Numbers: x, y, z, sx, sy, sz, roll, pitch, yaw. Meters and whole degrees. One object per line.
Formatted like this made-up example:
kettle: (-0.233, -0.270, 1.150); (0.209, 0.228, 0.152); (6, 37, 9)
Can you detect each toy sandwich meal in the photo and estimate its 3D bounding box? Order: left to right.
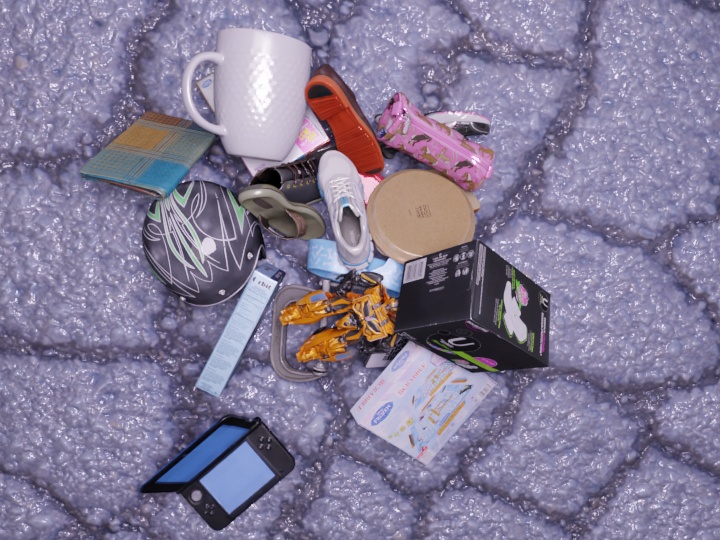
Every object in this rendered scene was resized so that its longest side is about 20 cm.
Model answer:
toy sandwich meal: (0.102, -0.087, 0.913); (0.203, 0.070, 0.207); (2, 67, -5)

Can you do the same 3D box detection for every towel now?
towel: (-0.331, -0.191, 0.869); (0.146, 0.201, 0.022); (15, 135, 7)

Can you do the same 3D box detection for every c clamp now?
c clamp: (-0.087, 0.107, 0.943); (0.170, 0.027, 0.202); (13, 99, 21)

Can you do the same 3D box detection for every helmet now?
helmet: (-0.253, -0.045, 0.870); (0.198, 0.191, 0.202); (0, 93, 2)

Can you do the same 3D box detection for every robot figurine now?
robot figurine: (-0.027, 0.081, 0.860); (0.199, 0.058, 0.146); (-18, 101, 29)

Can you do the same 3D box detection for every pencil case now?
pencil case: (0.122, -0.204, 0.870); (0.199, 0.087, 0.083); (26, 131, -18)

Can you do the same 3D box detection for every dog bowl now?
dog bowl: (0.000, 0.000, 0.922); (0.199, 0.111, 0.050); (17, 80, -3)

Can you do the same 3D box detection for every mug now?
mug: (-0.177, -0.265, 0.829); (0.199, 0.147, 0.177); (0, 101, -40)

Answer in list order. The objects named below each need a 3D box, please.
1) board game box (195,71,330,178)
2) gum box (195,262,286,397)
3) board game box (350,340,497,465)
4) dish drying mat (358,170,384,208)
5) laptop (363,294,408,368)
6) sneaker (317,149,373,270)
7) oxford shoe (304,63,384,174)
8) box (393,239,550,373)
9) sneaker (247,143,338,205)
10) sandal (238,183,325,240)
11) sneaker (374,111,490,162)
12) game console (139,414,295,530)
board game box: (-0.167, -0.272, 0.937); (0.152, 0.040, 0.201); (-30, 95, 0)
gum box: (-0.193, 0.090, 0.896); (0.044, 0.170, 0.201); (28, 93, -5)
board game box: (0.115, 0.220, 0.939); (0.200, 0.041, 0.199); (-49, 123, 1)
dish drying mat: (0.045, -0.112, 0.968); (0.200, 0.018, 0.077); (41, 92, -4)
laptop: (0.133, 0.113, 0.935); (0.116, 0.200, 0.188); (31, 98, 29)
sneaker: (-0.021, -0.106, 0.839); (0.074, 0.087, 0.201); (-16, 75, -2)
oxford shoe: (-0.013, -0.244, 0.879); (0.071, 0.073, 0.200); (-10, 135, 28)
box: (0.174, 0.064, 0.820); (0.199, 0.148, 0.125); (30, 59, -34)
sneaker: (-0.089, -0.161, 0.908); (0.199, 0.106, 0.075); (-34, 78, 0)
sandal: (-0.129, -0.081, 0.887); (0.079, 0.201, 0.058); (-21, 68, 23)
sneaker: (0.124, -0.234, 0.945); (0.198, 0.080, 0.087); (-1, 108, 4)
game console: (-0.241, 0.358, 0.939); (0.200, 0.118, 0.171); (-40, 94, 1)
